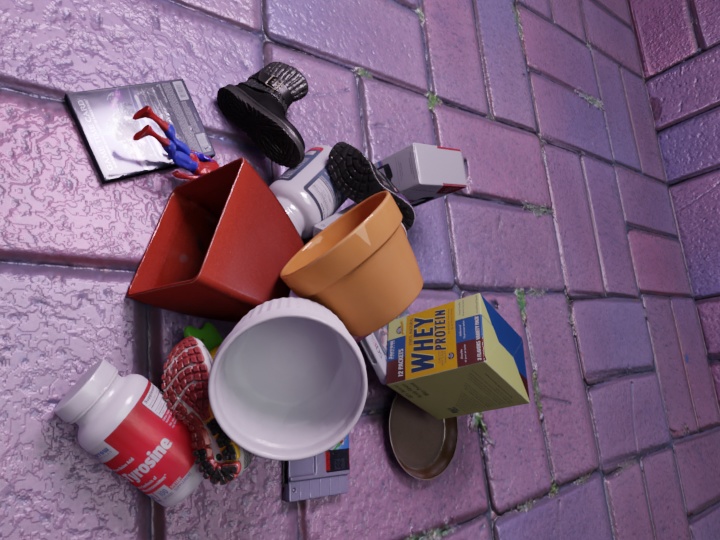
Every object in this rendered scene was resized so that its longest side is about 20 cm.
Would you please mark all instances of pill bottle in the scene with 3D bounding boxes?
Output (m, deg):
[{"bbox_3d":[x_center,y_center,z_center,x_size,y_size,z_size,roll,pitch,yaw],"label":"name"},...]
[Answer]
[{"bbox_3d":[-0.300,0.216,0.717,0.200,0.112,0.113,47,53,-20],"label":"pill bottle"},{"bbox_3d":[-0.105,-0.130,0.974,0.120,0.119,0.201,51,52,-16],"label":"pill bottle"}]

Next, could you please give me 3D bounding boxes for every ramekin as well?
[{"bbox_3d":[-0.093,0.132,0.696,0.196,0.105,0.204,-2,106,-6],"label":"ramekin"}]

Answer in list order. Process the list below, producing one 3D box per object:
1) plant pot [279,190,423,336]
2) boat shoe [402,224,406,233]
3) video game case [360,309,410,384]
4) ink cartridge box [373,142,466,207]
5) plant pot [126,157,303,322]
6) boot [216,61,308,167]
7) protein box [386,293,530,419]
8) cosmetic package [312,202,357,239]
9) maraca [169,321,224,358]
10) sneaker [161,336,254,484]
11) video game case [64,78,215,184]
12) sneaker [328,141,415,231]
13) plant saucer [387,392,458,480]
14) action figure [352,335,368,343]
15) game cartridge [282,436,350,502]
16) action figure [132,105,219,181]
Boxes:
[{"bbox_3d":[0.000,0.000,0.777,0.141,0.199,0.200,53,52,-12],"label":"plant pot"},{"bbox_3d":[0.047,-0.020,0.958,0.070,0.201,0.063,6,56,7],"label":"boat shoe"},{"bbox_3d":[0.042,0.089,1.041,0.184,0.023,0.200,63,30,-16],"label":"video game case"},{"bbox_3d":[0.098,-0.187,1.105,0.144,0.199,0.084,-5,83,-39],"label":"ink cartridge box"},{"bbox_3d":[-0.205,-0.020,0.824,0.176,0.198,0.203,37,56,-38],"label":"plant pot"},{"bbox_3d":[-0.143,-0.298,0.982,0.211,0.080,0.158,44,51,8],"label":"boot"},{"bbox_3d":[0.185,0.172,1.007,0.198,0.198,0.137,40,42,-39],"label":"protein box"},{"bbox_3d":[-0.009,-0.056,1.005,0.200,0.080,0.114,-37,143,-49],"label":"cosmetic package"},{"bbox_3d":[-0.201,0.165,0.816,0.200,0.106,0.138,43,35,-21],"label":"maraca"},{"bbox_3d":[-0.207,0.187,0.727,0.202,0.077,0.082,66,13,12],"label":"sneaker"},{"bbox_3d":[-0.352,-0.234,0.867,0.199,0.019,0.145,-27,94,-40],"label":"video game case"},{"bbox_3d":[0.020,-0.151,0.972,0.200,0.076,0.088,47,17,-4],"label":"sneaker"},{"bbox_3d":[0.125,0.323,1.091,0.198,0.032,0.204,13,68,-36],"label":"plant saucer"},{"bbox_3d":[-0.072,0.115,0.825,0.200,0.133,0.150,-44,115,-38],"label":"action figure"},{"bbox_3d":[-0.077,0.291,0.934,0.128,0.038,0.204,7,73,-33],"label":"game cartridge"},{"bbox_3d":[-0.281,-0.179,0.852,0.200,0.051,0.066,38,29,-55],"label":"action figure"}]
